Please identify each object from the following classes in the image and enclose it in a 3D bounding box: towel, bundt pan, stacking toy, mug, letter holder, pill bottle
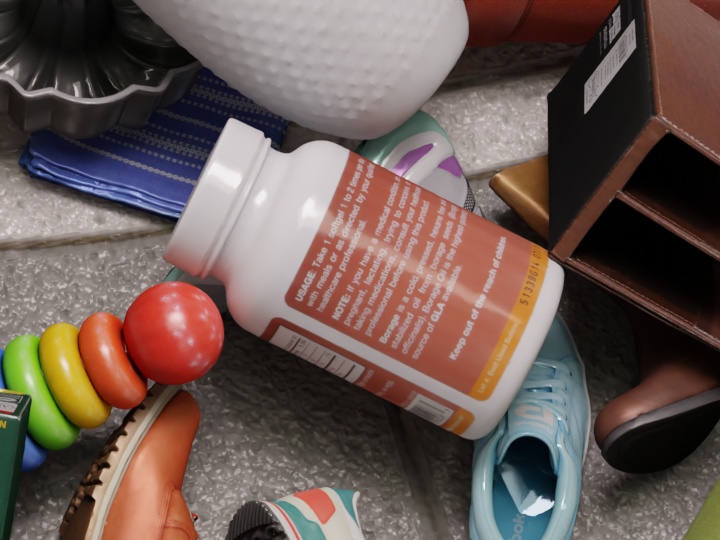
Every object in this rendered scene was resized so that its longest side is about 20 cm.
[{"bbox_3d":[-0.109,-0.118,1.571,0.144,0.024,0.201,18,59,1],"label":"towel"},{"bbox_3d":[-0.172,-0.160,1.527,0.200,0.076,0.203,6,58,-10],"label":"bundt pan"},{"bbox_3d":[-0.164,0.064,1.376,0.199,0.085,0.086,-24,63,10],"label":"stacking toy"},{"bbox_3d":[-0.017,-0.182,1.448,0.175,0.147,0.201,41,67,-19],"label":"mug"},{"bbox_3d":[0.189,-0.057,1.457,0.142,0.101,0.200,31,26,-12],"label":"letter holder"},{"bbox_3d":[0.000,0.000,1.395,0.199,0.112,0.113,27,59,-6],"label":"pill bottle"}]

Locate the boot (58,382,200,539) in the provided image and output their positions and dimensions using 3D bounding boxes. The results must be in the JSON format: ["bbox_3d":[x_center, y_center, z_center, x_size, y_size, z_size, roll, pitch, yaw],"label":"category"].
[{"bbox_3d":[-0.110,0.153,1.394,0.107,0.075,0.201,25,58,-9],"label":"boot"}]

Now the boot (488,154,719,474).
[{"bbox_3d":[0.148,0.008,1.493,0.188,0.069,0.200,-28,67,-35],"label":"boot"}]

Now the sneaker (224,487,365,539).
[{"bbox_3d":[0.008,0.203,1.374,0.093,0.070,0.201,-15,72,-42],"label":"sneaker"}]

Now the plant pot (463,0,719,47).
[{"bbox_3d":[0.137,-0.221,1.580,0.194,0.201,0.202,5,59,-15],"label":"plant pot"}]

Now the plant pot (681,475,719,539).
[{"bbox_3d":[0.244,0.163,1.383,0.200,0.200,0.190,40,75,15],"label":"plant pot"}]

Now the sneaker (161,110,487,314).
[{"bbox_3d":[-0.008,0.014,1.480,0.199,0.078,0.140,-32,84,-6],"label":"sneaker"}]

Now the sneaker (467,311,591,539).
[{"bbox_3d":[0.098,0.093,1.444,0.073,0.082,0.201,6,58,-6],"label":"sneaker"}]

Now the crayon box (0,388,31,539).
[{"bbox_3d":[-0.280,0.134,1.323,0.199,0.058,0.174,10,100,-2],"label":"crayon box"}]
